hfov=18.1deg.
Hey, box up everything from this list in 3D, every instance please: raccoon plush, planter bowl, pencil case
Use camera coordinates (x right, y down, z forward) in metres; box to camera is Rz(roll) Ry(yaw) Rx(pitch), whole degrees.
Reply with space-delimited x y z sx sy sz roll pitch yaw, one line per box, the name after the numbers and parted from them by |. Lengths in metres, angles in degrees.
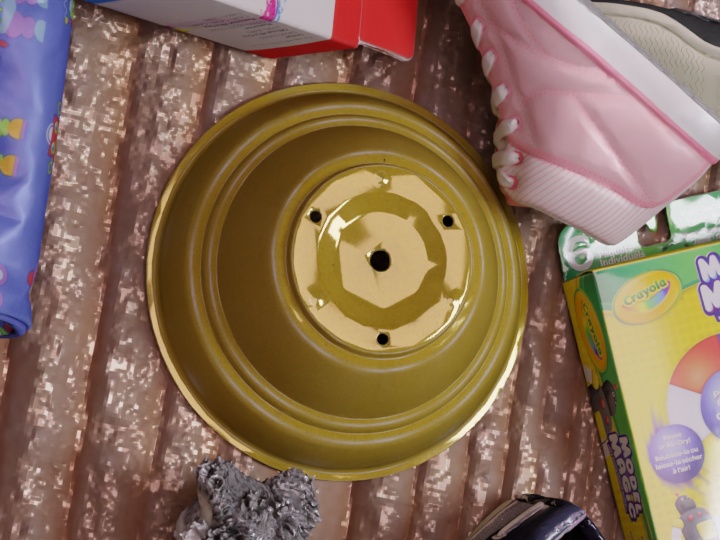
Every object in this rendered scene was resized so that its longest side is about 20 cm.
-0.018 0.169 1.035 0.199 0.097 0.135 18 90 30 | raccoon plush
0.000 0.000 1.100 0.199 0.083 0.202 2 83 -14 | planter bowl
-0.184 -0.067 1.062 0.086 0.078 0.201 8 81 -6 | pencil case

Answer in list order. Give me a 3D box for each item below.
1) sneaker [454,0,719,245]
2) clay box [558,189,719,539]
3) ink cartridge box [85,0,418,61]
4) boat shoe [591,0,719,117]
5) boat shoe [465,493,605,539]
0.080 -0.094 1.119 0.200 0.075 0.105 42 104 -2 | sneaker
0.178 0.061 1.159 0.114 0.048 0.201 -13 87 -17 | clay box
-0.058 -0.172 1.090 0.199 0.067 0.117 14 77 -45 | ink cartridge box
0.172 -0.098 1.176 0.199 0.068 0.072 11 104 0 | boat shoe
0.046 0.185 1.083 0.075 0.093 0.200 41 74 -7 | boat shoe
